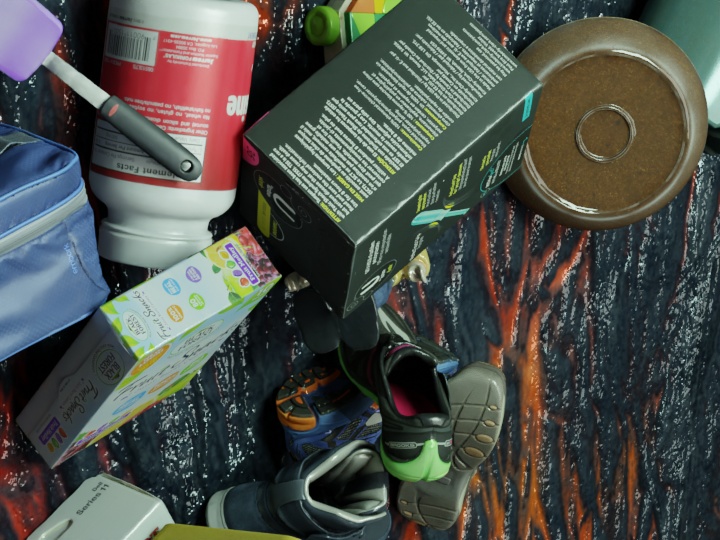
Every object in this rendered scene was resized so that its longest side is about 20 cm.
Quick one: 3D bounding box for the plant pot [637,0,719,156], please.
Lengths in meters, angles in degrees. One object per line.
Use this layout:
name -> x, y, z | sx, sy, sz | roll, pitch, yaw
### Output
plant pot -> 0.345, -0.223, 2.045 | 0.200, 0.200, 0.197 | 36, 83, -46

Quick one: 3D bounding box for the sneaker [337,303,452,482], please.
sneaker -> 0.037, 0.083, 1.772 | 0.076, 0.200, 0.084 | -2, 130, -22

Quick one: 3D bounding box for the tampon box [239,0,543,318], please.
tampon box -> 0.020, -0.092, 1.655 | 0.200, 0.126, 0.150 | -41, 166, -18

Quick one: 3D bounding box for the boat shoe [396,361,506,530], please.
boat shoe -> 0.083, 0.145, 1.925 | 0.073, 0.074, 0.200 | -62, 177, -48

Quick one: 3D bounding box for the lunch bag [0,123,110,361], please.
lunch bag -> -0.283, -0.016, 1.464 | 0.200, 0.136, 0.133 | -31, 122, -36

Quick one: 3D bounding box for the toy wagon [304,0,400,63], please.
toy wagon -> 0.026, -0.146, 1.801 | 0.155, 0.039, 0.201 | -5, 89, -45

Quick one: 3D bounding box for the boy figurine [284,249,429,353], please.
boy figurine -> 0.000, 0.000, 1.795 | 0.200, 0.124, 0.065 | -57, 138, -65

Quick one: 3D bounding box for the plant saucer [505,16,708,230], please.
plant saucer -> 0.218, -0.127, 1.949 | 0.199, 0.035, 0.201 | -1, 108, -3

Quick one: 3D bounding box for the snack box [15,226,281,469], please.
snack box -> -0.159, 0.059, 1.588 | 0.142, 0.200, 0.053 | -33, 81, -38

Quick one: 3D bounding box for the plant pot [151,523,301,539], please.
plant pot -> -0.088, 0.298, 1.617 | 0.200, 0.199, 0.177 | 40, 59, -45

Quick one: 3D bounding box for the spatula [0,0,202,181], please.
spatula -> -0.194, -0.128, 1.535 | 0.200, 0.021, 0.057 | 38, 90, -4

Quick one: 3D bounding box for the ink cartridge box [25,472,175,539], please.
ink cartridge box -> -0.190, 0.282, 1.693 | 0.147, 0.083, 0.200 | -46, 130, -28

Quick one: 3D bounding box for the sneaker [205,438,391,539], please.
sneaker -> -0.008, 0.198, 1.809 | 0.202, 0.146, 0.077 | 8, 63, -48

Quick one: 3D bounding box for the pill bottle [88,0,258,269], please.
pill bottle -> -0.142, -0.106, 1.605 | 0.112, 0.112, 0.201 | -2, 103, -47

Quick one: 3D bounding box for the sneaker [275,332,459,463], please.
sneaker -> 0.004, 0.110, 1.870 | 0.200, 0.075, 0.079 | -21, 130, -36
